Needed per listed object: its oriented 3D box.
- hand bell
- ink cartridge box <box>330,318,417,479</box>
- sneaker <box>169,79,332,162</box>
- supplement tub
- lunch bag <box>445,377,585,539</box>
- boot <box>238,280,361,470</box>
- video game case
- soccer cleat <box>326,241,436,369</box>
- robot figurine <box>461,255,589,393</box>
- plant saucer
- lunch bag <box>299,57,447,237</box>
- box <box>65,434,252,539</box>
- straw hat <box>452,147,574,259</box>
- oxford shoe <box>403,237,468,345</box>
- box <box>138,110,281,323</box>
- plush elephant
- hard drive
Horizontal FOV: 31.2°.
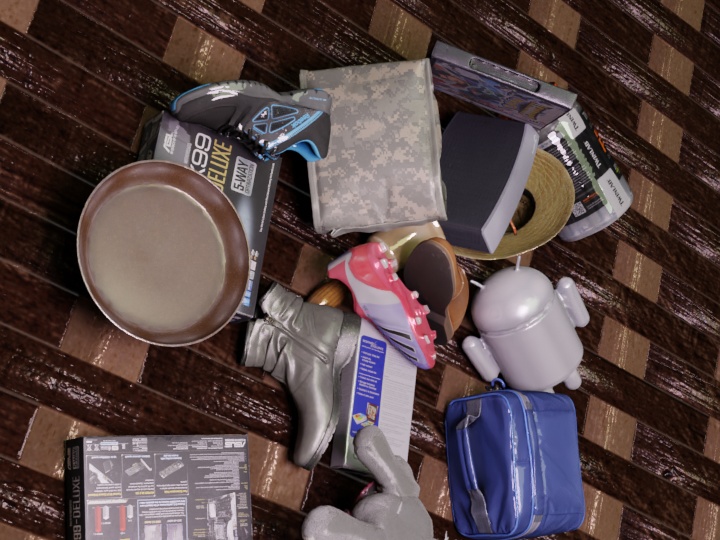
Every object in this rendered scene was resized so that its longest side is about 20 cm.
[{"bbox_3d":[0.000,0.000,1.582,0.200,0.104,0.104,-36,101,-24],"label":"hand bell"},{"bbox_3d":[0.020,0.152,1.575,0.094,0.037,0.201,19,70,-32],"label":"ink cartridge box"},{"bbox_3d":[-0.117,-0.166,1.448,0.199,0.073,0.082,0,85,-30],"label":"sneaker"},{"bbox_3d":[0.280,-0.152,1.789,0.122,0.122,0.200,-43,105,-36],"label":"supplement tub"},{"bbox_3d":[0.184,0.235,1.612,0.132,0.136,0.201,2,77,-37],"label":"lunch bag"},{"bbox_3d":[-0.085,0.121,1.498,0.130,0.068,0.201,18,74,-16],"label":"boot"},{"bbox_3d":[0.165,-0.229,1.618,0.180,0.200,0.026,21,89,-2],"label":"video game case"},{"bbox_3d":[0.031,0.047,1.551,0.067,0.076,0.200,-88,154,-48],"label":"soccer cleat"},{"bbox_3d":[0.215,0.078,1.678,0.169,0.113,0.200,-32,112,-6],"label":"robot figurine"},{"bbox_3d":[-0.211,-0.017,1.367,0.199,0.032,0.201,9,74,-33],"label":"plant saucer"},{"bbox_3d":[0.017,-0.141,1.558,0.163,0.118,0.201,-5,78,5],"label":"lunch bag"},{"bbox_3d":[-0.210,0.255,1.369,0.199,0.050,0.159,4,77,-36],"label":"box"},{"bbox_3d":[0.186,-0.069,1.714,0.085,0.200,0.202,72,38,-52],"label":"straw hat"},{"bbox_3d":[0.100,0.011,1.588,0.071,0.200,0.071,32,66,21],"label":"oxford shoe"},{"bbox_3d":[-0.182,-0.059,1.457,0.157,0.050,0.201,21,67,-30],"label":"box"},{"bbox_3d":[0.008,0.301,1.468,0.200,0.155,0.165,37,50,-15],"label":"plush elephant"},{"bbox_3d":[0.145,-0.121,1.679,0.042,0.134,0.201,73,35,-54],"label":"hard drive"}]
